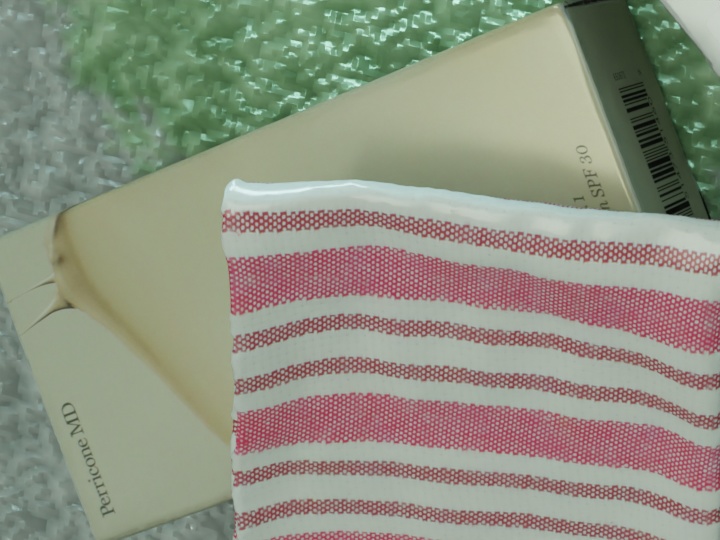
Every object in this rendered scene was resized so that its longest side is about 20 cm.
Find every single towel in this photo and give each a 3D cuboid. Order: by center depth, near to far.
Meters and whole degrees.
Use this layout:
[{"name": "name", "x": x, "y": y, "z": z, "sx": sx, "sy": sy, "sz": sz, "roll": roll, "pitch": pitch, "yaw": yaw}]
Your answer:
[{"name": "towel", "x": 0.033, "y": 0.062, "z": 0.860, "sx": 0.145, "sy": 0.030, "sz": 0.201, "roll": 3, "pitch": 128, "yaw": 3}]

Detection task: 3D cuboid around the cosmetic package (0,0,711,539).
[{"name": "cosmetic package", "x": 0.000, "y": 0.000, "z": 0.904, "sx": 0.199, "sy": 0.073, "sz": 0.104, "roll": -22, "pitch": 90, "yaw": 21}]

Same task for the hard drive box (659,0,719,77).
[{"name": "hard drive box", "x": 0.156, "y": -0.148, "z": 0.822, "sx": 0.200, "sy": 0.077, "sz": 0.156, "roll": -42, "pitch": 82, "yaw": 21}]
